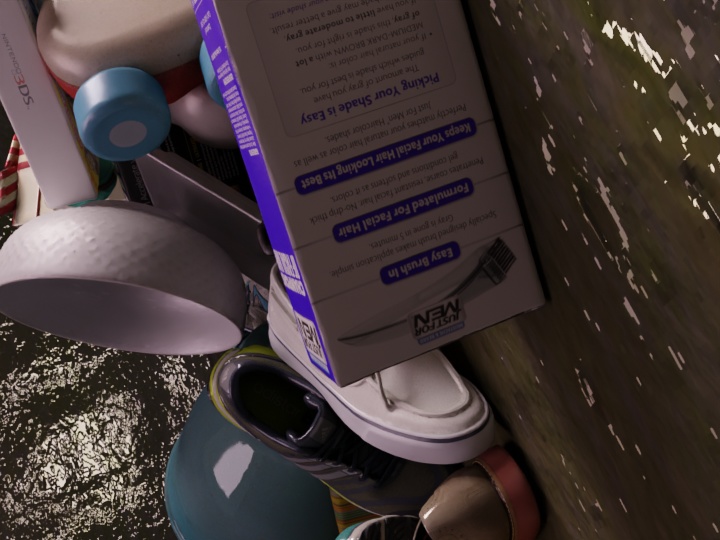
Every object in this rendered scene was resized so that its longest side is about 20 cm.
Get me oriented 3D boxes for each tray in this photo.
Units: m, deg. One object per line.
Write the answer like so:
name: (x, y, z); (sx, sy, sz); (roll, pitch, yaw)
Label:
tray: (-0.087, -0.029, 0.734); (0.199, 0.022, 0.108); (31, 156, 19)

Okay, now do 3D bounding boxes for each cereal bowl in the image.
cereal bowl: (-0.182, 0.001, 0.754); (0.200, 0.198, 0.084); (113, 165, -70)

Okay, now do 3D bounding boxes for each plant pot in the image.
plant pot: (-0.056, 0.143, 0.815); (0.201, 0.198, 0.189); (62, 148, 29)

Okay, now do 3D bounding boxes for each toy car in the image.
toy car: (-0.126, -0.147, 0.726); (0.200, 0.175, 0.186); (69, 179, -60)

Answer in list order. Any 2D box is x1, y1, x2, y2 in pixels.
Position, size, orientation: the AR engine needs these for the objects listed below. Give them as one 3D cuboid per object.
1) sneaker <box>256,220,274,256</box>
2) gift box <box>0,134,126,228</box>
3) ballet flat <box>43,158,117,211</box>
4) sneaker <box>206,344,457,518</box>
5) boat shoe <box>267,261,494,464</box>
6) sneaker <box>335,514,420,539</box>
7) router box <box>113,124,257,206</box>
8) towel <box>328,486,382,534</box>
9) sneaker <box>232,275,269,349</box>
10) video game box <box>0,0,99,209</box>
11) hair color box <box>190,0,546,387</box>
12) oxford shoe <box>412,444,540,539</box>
sneaker: (-0.018, -0.059, 0.561); (0.200, 0.079, 0.072); (111, 139, -61)
gift box: (-0.265, -0.098, 1.027); (0.184, 0.185, 0.202); (39, -132, -56)
ballet flat: (-0.264, -0.093, 0.874); (0.200, 0.067, 0.071); (58, 134, 50)
sneaker: (-0.019, 0.118, 0.666); (0.199, 0.074, 0.081); (27, 175, -2)
boat shoe: (0.006, 0.039, 0.604); (0.202, 0.074, 0.087); (34, 139, 46)
sneaker: (0.016, 0.213, 0.670); (0.200, 0.079, 0.078); (47, -132, -63)
router box: (-0.141, -0.113, 0.832); (0.051, 0.148, 0.202); (-140, 34, -63)
towel: (0.025, 0.213, 0.781); (0.018, 0.085, 0.201); (-106, 7, -47)
sneaker: (-0.109, 0.049, 1.061); (0.078, 0.086, 0.201); (85, 159, -45)
video game box: (-0.255, -0.177, 0.748); (0.183, 0.046, 0.201); (-115, 10, -56)
hair color box: (0.002, -0.062, 0.442); (0.065, 0.108, 0.202); (-168, 60, -74)
oxford shoe: (0.062, 0.182, 0.615); (0.071, 0.074, 0.201); (55, 161, 38)
